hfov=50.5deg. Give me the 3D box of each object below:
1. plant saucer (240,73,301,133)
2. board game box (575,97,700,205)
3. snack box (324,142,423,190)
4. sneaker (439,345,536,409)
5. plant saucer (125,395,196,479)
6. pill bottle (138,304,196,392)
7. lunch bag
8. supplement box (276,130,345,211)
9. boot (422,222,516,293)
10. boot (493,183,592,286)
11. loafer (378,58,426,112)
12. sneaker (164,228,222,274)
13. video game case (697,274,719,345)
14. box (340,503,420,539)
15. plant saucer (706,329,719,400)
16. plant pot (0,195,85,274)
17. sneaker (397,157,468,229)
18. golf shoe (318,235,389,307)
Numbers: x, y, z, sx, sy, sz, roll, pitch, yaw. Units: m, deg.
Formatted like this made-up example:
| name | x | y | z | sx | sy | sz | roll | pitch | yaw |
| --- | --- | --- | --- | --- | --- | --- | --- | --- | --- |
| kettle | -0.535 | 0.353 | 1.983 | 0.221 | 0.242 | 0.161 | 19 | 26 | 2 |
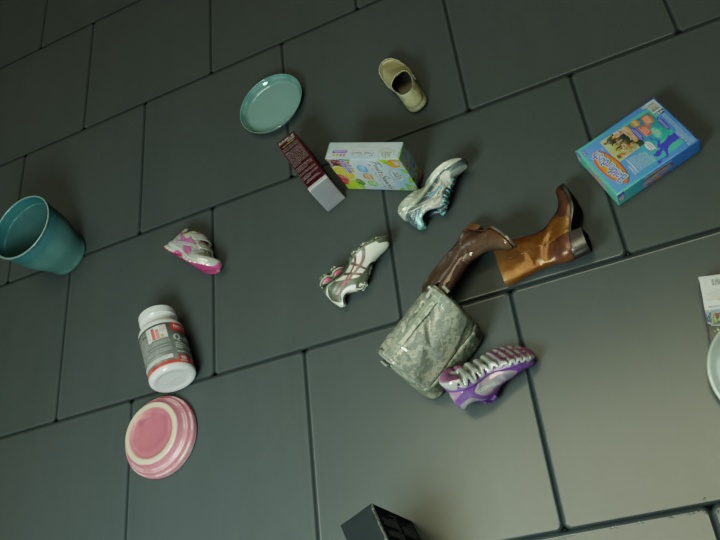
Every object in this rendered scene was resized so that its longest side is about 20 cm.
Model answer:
| name | x | y | z | sx | sy | sz | roll | pitch | yaw |
| --- | --- | --- | --- | --- | --- | --- | --- | --- | --- |
| plant saucer | -0.250 | -0.468 | 2.164 | 0.200 | 0.027 | 0.200 | -12 | 60 | 22 |
| board game box | 0.585 | -0.253 | 1.619 | 0.200 | 0.045 | 0.152 | -34 | 56 | 7 |
| snack box | 0.033 | -0.250 | 1.839 | 0.200 | 0.142 | 0.053 | 5 | 68 | 28 |
| sneaker | 0.261 | 0.218 | 1.533 | 0.200 | 0.089 | 0.080 | -21 | 14 | -5 |
| plant saucer | -0.489 | 0.396 | 1.833 | 0.200 | 0.051 | 0.201 | -12 | 62 | 22 |
| pill bottle | -0.486 | 0.191 | 1.895 | 0.116 | 0.116 | 0.200 | -32 | 56 | 9 |
| lunch bag | 0.139 | 0.140 | 1.571 | 0.139 | 0.168 | 0.200 | 37 | 85 | 35 |
| supplement box | -0.127 | -0.254 | 1.943 | 0.061 | 0.109 | 0.200 | -38 | 55 | 4 |
| boot | 0.225 | -0.005 | 1.638 | 0.200 | 0.064 | 0.186 | -50 | 21 | -7 |
| boot | 0.381 | -0.077 | 1.640 | 0.200 | 0.068 | 0.189 | -24 | 60 | 27 |
| loafer | 0.105 | -0.492 | 1.970 | 0.076 | 0.068 | 0.200 | -38 | 55 | 5 |
| sneaker | -0.432 | -0.058 | 2.015 | 0.200 | 0.081 | 0.088 | 27 | 81 | 34 |
| video game case | 0.731 | 0.083 | 1.379 | 0.200 | 0.036 | 0.182 | -10 | 62 | 22 |
| box | 0.060 | 0.523 | 1.396 | 0.079 | 0.200 | 0.141 | -37 | 54 | 5 |
| plant saucer | 0.703 | 0.166 | 1.310 | 0.200 | 0.050 | 0.201 | -3 | 82 | 23 |
| plant pot | -0.912 | -0.084 | 2.207 | 0.200 | 0.188 | 0.200 | -11 | 61 | 21 |
| sneaker | 0.185 | -0.175 | 1.777 | 0.200 | 0.078 | 0.086 | -45 | 66 | 9 |
| golf shoe | 0.000 | 0.000 | 1.784 | 0.200 | 0.077 | 0.088 | -40 | 74 | 7 |
